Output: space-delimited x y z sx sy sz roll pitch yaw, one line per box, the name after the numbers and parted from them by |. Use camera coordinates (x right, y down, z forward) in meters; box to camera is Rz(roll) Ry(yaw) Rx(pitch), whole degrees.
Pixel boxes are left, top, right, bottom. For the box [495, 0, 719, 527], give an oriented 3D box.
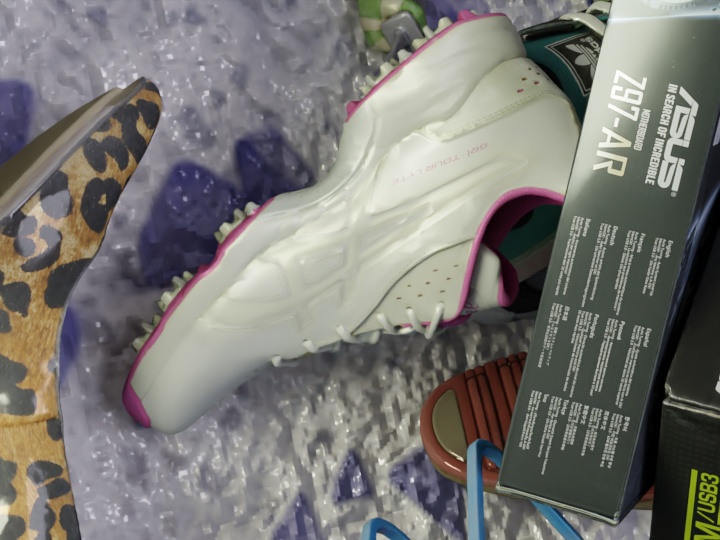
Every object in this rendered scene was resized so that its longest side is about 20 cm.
0.105 -0.026 0.887 0.160 0.043 0.201 -19 123 -74 | box

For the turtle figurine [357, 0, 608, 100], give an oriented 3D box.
0.071 -0.133 1.015 0.193 0.200 0.144 9 112 -40 | turtle figurine

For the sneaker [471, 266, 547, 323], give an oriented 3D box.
0.126 -0.044 1.055 0.200 0.114 0.076 -32 101 -36 | sneaker

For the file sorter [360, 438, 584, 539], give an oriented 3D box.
0.005 0.173 0.857 0.123 0.200 0.139 47 16 -14 | file sorter

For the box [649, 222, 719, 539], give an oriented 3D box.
0.150 0.028 0.937 0.047 0.193 0.200 16 56 12 | box

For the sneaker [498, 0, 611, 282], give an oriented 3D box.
0.100 -0.071 0.987 0.200 0.080 0.071 -40 67 -5 | sneaker

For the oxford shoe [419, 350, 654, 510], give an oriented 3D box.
0.114 0.077 1.058 0.199 0.075 0.071 2 59 -17 | oxford shoe

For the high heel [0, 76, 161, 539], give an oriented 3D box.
-0.099 0.044 0.893 0.143 0.071 0.200 43 76 -16 | high heel

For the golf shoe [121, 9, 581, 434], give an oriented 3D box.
0.000 0.000 0.920 0.092 0.200 0.075 47 12 5 | golf shoe
